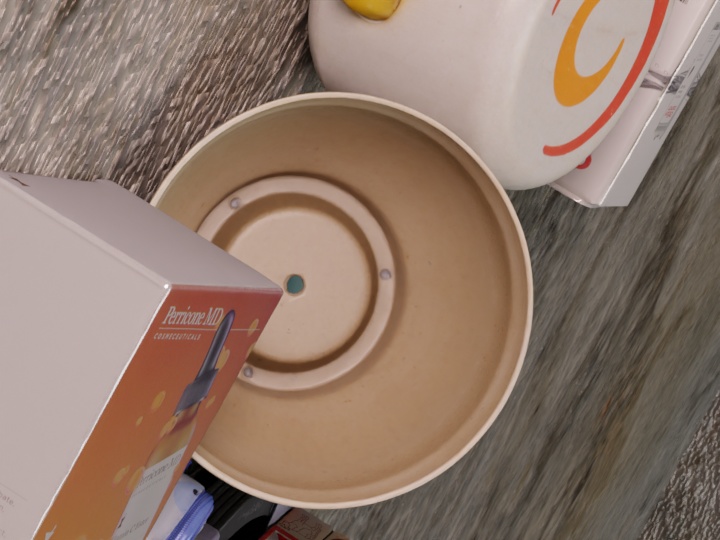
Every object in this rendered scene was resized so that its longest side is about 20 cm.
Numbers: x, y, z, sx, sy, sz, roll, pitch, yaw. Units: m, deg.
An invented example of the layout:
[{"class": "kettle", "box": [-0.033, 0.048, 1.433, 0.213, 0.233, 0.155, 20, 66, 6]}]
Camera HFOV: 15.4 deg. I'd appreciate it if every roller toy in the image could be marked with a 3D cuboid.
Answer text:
[{"class": "roller toy", "box": [0.064, -0.144, 1.375, 0.200, 0.140, 0.183, -42, 147, -36]}]

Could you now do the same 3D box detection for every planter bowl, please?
[{"class": "planter bowl", "box": [-0.026, 0.012, 1.342, 0.200, 0.200, 0.135, -58, -169, -3]}]

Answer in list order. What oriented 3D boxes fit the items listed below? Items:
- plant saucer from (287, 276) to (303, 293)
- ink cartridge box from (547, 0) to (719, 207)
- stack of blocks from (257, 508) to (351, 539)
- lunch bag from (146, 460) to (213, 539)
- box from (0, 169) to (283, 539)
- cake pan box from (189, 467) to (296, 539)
[{"class": "plant saucer", "box": [0.000, 0.000, 1.656, 0.200, 0.027, 0.200, -52, 162, -24]}, {"class": "ink cartridge box", "box": [0.134, -0.156, 1.553, 0.200, 0.146, 0.083, -61, 164, 10]}, {"class": "stack of blocks", "box": [-0.073, 0.259, 1.671, 0.115, 0.059, 0.200, -38, 154, -53]}, {"class": "lunch bag", "box": [-0.139, 0.162, 1.361, 0.160, 0.076, 0.200, -51, -179, -15]}, {"class": "box", "box": [-0.145, 0.067, 1.183, 0.200, 0.106, 0.152, -61, 164, 8]}, {"class": "cake pan box", "box": [-0.113, 0.203, 1.643, 0.184, 0.052, 0.200, -36, 153, -59]}]
